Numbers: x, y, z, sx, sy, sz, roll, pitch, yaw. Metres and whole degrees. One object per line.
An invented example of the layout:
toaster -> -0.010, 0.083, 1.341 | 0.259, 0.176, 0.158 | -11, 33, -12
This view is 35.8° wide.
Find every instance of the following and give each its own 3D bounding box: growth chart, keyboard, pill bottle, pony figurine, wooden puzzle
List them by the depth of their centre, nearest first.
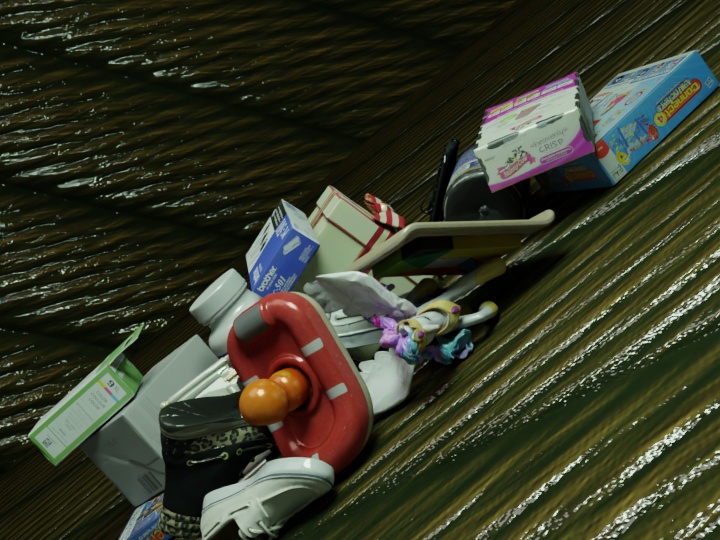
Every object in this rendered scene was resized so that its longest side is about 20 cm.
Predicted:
pony figurine -> 0.053, 0.057, 1.236 | 0.192, 0.168, 0.200 | -17, 7, 39
wooden puzzle -> 0.099, -0.022, 1.272 | 0.198, 0.038, 0.185 | -8, -11, -23
growth chart -> -0.180, 0.212, 1.368 | 0.144, 0.201, 0.018 | -32, -31, 9
pill bottle -> -0.133, 0.097, 1.499 | 0.112, 0.200, 0.112 | -41, 10, 9
pill bottle -> 0.176, -0.112, 1.526 | 0.112, 0.112, 0.200 | -36, 12, 22
keyboard -> 0.102, -0.092, 1.594 | 0.104, 0.039, 0.202 | -56, -20, -59

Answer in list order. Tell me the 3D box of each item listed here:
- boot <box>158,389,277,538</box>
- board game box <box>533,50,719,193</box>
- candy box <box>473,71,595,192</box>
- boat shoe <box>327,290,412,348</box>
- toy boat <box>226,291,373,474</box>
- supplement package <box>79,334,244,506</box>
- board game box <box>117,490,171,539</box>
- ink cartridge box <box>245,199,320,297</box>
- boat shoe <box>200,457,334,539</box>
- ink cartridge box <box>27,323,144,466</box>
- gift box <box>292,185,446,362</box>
boot -> -0.140, 0.222, 1.290 | 0.202, 0.155, 0.073 | -2, 22, -27
board game box -> 0.333, -0.188, 1.444 | 0.196, 0.056, 0.200 | -43, 11, -10
candy box -> 0.221, -0.177, 1.397 | 0.135, 0.061, 0.200 | -21, 16, 19
boat shoe -> -0.010, 0.052, 1.383 | 0.200, 0.087, 0.075 | -12, -3, 20
toy boat -> -0.079, 0.130, 1.175 | 0.130, 0.201, 0.130 | -33, -3, 34
supplement package -> -0.273, 0.209, 1.569 | 0.121, 0.120, 0.200 | -35, 11, 38
board game box -> -0.255, 0.309, 1.517 | 0.135, 0.035, 0.200 | -37, 10, 14
ink cartridge box -> -0.102, -0.026, 1.424 | 0.094, 0.044, 0.200 | -57, 14, 7
boat shoe -> -0.102, 0.255, 1.172 | 0.199, 0.071, 0.070 | -27, 43, 37
ink cartridge box -> -0.355, 0.168, 1.524 | 0.200, 0.059, 0.104 | -43, 8, 2
gift box -> 0.000, 0.000, 1.513 | 0.187, 0.199, 0.185 | -55, 17, 5
